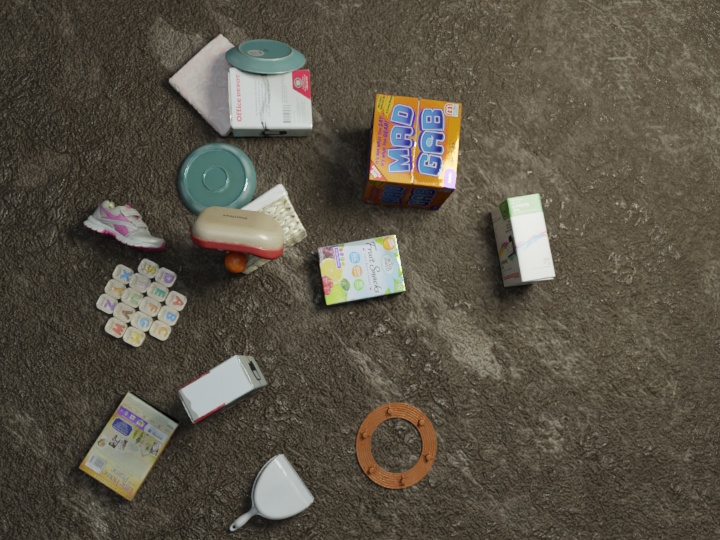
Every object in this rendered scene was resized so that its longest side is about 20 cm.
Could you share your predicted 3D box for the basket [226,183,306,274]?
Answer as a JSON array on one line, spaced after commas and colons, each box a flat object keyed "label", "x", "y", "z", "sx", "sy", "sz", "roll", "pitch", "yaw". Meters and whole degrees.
[{"label": "basket", "x": -0.234, "y": -0.092, "z": 1.295, "sx": 0.199, "sy": 0.136, "sz": 0.124, "roll": -34, "pitch": 88, "yaw": -5}]

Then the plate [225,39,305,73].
[{"label": "plate", "x": -0.234, "y": -0.537, "z": 1.339, "sx": 0.197, "sy": 0.026, "sz": 0.202, "roll": 5, "pitch": 41, "yaw": -4}]

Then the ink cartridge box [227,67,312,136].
[{"label": "ink cartridge box", "x": -0.224, "y": -0.413, "z": 1.339, "sx": 0.197, "sy": 0.083, "sz": 0.148, "roll": -3, "pitch": 91, "yaw": -11}]

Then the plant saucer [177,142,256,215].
[{"label": "plant saucer", "x": -0.362, "y": -0.228, "z": 1.358, "sx": 0.197, "sy": 0.027, "sz": 0.203, "roll": 0, "pitch": 84, "yaw": -2}]

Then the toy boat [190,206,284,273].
[{"label": "toy boat", "x": -0.267, "y": -0.055, "z": 1.181, "sx": 0.197, "sy": 0.131, "sz": 0.132, "roll": 7, "pitch": 119, "yaw": -4}]

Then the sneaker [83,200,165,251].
[{"label": "sneaker", "x": -0.561, "y": -0.110, "z": 1.306, "sx": 0.198, "sy": 0.081, "sz": 0.089, "roll": 23, "pitch": 84, "yaw": -1}]

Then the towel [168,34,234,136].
[{"label": "towel", "x": -0.354, "y": -0.475, "z": 1.385, "sx": 0.200, "sy": 0.032, "sz": 0.191, "roll": 44, "pitch": 82, "yaw": 2}]

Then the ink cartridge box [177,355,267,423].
[{"label": "ink cartridge box", "x": -0.303, "y": 0.262, "z": 1.216, "sx": 0.145, "sy": 0.200, "sz": 0.083, "roll": -30, "pitch": 83, "yaw": -7}]

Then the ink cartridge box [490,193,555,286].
[{"label": "ink cartridge box", "x": 0.391, "y": -0.068, "z": 1.319, "sx": 0.083, "sy": 0.145, "sz": 0.203, "roll": -8, "pitch": 84, "yaw": -3}]

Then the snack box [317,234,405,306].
[{"label": "snack box", "x": 0.000, "y": 0.000, "z": 1.336, "sx": 0.197, "sy": 0.053, "sz": 0.144, "roll": -9, "pitch": 85, "yaw": -4}]

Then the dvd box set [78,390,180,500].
[{"label": "dvd box set", "x": -0.538, "y": 0.409, "z": 1.270, "sx": 0.145, "sy": 0.029, "sz": 0.201, "roll": 31, "pitch": 82, "yaw": 0}]

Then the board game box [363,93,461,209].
[{"label": "board game box", "x": 0.119, "y": -0.276, "z": 1.302, "sx": 0.197, "sy": 0.200, "sz": 0.203, "roll": 5, "pitch": 82, "yaw": -3}]

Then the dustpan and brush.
[{"label": "dustpan and brush", "x": -0.225, "y": 0.544, "z": 1.266, "sx": 0.199, "sy": 0.057, "sz": 0.140, "roll": -36, "pitch": 85, "yaw": -13}]

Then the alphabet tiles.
[{"label": "alphabet tiles", "x": -0.534, "y": 0.078, "z": 1.319, "sx": 0.194, "sy": 0.015, "sz": 0.202, "roll": 27, "pitch": 82, "yaw": 0}]

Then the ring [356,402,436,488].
[{"label": "ring", "x": 0.088, "y": 0.423, "z": 1.308, "sx": 0.197, "sy": 0.019, "sz": 0.204, "roll": 0, "pitch": 84, "yaw": -3}]
